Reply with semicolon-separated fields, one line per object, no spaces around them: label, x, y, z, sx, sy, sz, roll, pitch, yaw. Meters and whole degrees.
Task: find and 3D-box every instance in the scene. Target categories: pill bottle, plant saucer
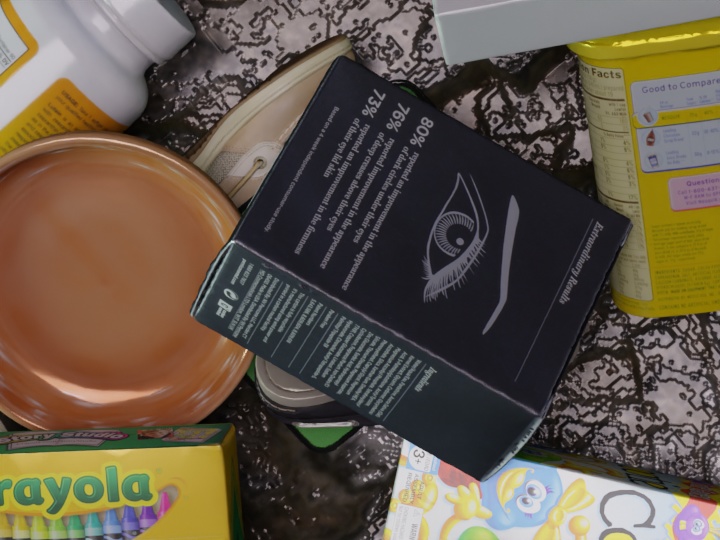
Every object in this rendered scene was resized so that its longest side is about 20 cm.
pill bottle;-0.201;-0.110;1.449;0.200;0.111;0.111;-41;85;7
plant saucer;-0.155;0.009;1.415;0.199;0.037;0.201;2;111;4

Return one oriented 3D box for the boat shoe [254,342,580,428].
boat shoe;0.033;0.057;1.441;0.199;0.063;0.073;-7;61;-8

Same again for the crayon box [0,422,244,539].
crayon box;-0.169;0.184;1.411;0.199;0.058;0.173;-3;103;6

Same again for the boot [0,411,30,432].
boot;-0.204;0.166;1.477;0.075;0.074;0.201;-28;89;15

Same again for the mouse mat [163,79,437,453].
mouse mat;0.000;0.000;1.443;0.200;0.008;0.161;-39;106;8

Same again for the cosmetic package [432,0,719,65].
cosmetic package;0.132;-0.201;1.288;0.199;0.052;0.151;-9;60;6

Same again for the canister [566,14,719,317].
canister;0.200;-0.080;1.357;0.148;0.087;0.201;-7;120;7

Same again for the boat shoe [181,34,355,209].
boat shoe;-0.070;-0.064;1.453;0.200;0.072;0.065;-42;95;8

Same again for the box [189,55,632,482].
box;0.030;0.000;1.338;0.199;0.104;0.148;31;59;-2

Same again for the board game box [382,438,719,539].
board game box;0.119;0.162;1.405;0.199;0.105;0.104;12;92;8
